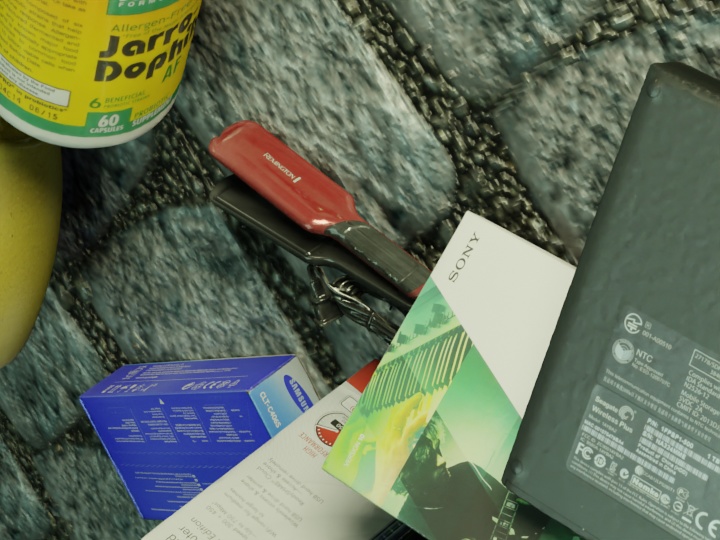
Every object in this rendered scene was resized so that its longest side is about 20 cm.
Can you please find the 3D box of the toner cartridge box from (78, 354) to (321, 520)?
[{"bbox_3d":[-0.088,0.104,1.333,0.200,0.043,0.095,-5,116,53],"label":"toner cartridge box"}]

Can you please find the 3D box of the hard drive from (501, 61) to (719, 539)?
[{"bbox_3d":[0.147,0.032,0.905,0.139,0.033,0.200,31,114,32],"label":"hard drive"}]

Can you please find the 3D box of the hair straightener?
[{"bbox_3d":[0.000,0.000,1.142,0.200,0.041,0.077,32,142,23],"label":"hair straightener"}]

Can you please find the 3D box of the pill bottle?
[{"bbox_3d":[-0.128,-0.161,1.081,0.113,0.113,0.200,43,145,16],"label":"pill bottle"}]

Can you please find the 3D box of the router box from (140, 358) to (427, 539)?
[{"bbox_3d":[0.020,0.158,1.121,0.200,0.179,0.049,34,143,27],"label":"router box"}]

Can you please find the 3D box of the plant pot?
[{"bbox_3d":[-0.254,-0.056,1.294,0.200,0.200,0.142,44,120,15],"label":"plant pot"}]

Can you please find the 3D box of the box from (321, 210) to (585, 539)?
[{"bbox_3d":[0.094,0.078,1.002,0.200,0.145,0.036,30,180,33],"label":"box"}]
